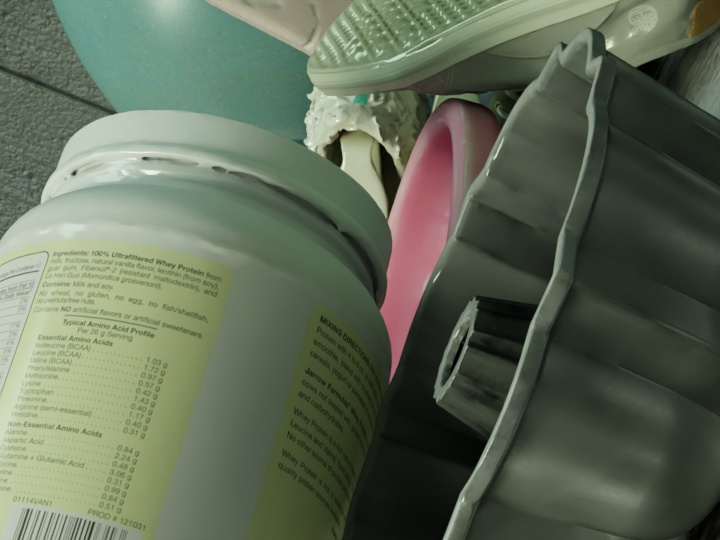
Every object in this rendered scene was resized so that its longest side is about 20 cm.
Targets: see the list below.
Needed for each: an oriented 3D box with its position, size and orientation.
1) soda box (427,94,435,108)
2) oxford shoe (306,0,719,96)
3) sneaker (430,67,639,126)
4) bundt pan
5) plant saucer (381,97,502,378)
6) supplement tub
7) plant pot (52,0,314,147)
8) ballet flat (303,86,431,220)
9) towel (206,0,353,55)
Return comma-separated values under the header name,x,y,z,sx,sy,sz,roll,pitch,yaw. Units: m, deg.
name,x,y,z,sx,sy,sz,roll,pitch,yaw
soda box,0.078,-0.144,1.169,0.068,0.063,0.200,120,170,-48
oxford shoe,0.057,-0.091,0.915,0.200,0.058,0.075,-12,42,44
sneaker,0.076,-0.084,0.982,0.090,0.067,0.201,-82,17,-73
bundt pan,0.061,0.036,0.713,0.202,0.076,0.203,-159,90,-84
plant saucer,0.034,0.036,0.938,0.201,0.051,0.201,-168,90,-82
supplement tub,-0.070,0.063,0.812,0.145,0.145,0.201,124,163,-61
plant pot,-0.058,-0.125,1.191,0.200,0.199,0.135,167,98,-81
ballet flat,0.000,0.000,1.079,0.072,0.071,0.201,-80,-12,-58
towel,-0.017,-0.201,1.079,0.032,0.191,0.201,19,86,58
